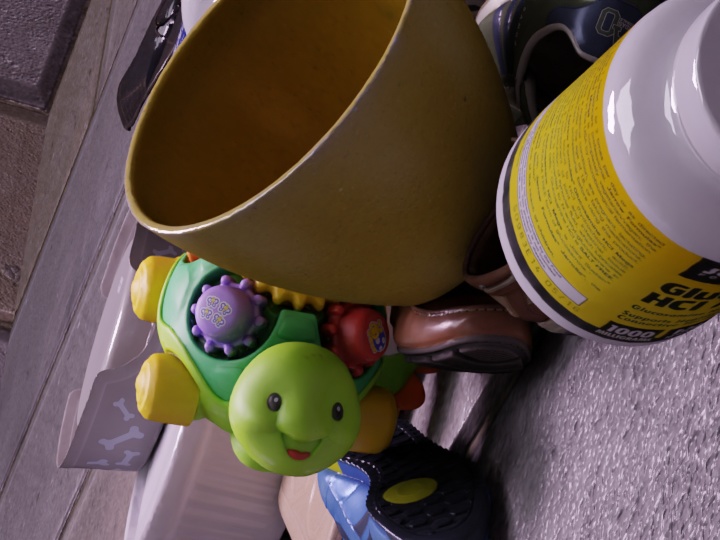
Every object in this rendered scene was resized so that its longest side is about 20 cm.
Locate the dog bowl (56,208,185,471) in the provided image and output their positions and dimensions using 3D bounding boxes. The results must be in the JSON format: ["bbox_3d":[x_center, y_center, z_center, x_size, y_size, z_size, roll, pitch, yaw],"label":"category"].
[{"bbox_3d":[-0.158,0.049,2.080,0.200,0.059,0.200,-163,90,-80],"label":"dog bowl"}]

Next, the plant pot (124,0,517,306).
[{"bbox_3d":[0.001,-0.062,1.503,0.200,0.142,0.200,-35,33,26],"label":"plant pot"}]

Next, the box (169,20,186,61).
[{"bbox_3d":[-0.107,-0.156,2.013,0.200,0.032,0.121,-82,11,-59],"label":"box"}]

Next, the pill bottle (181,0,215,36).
[{"bbox_3d":[-0.044,-0.165,1.688,0.200,0.114,0.114,-90,19,-51],"label":"pill bottle"}]

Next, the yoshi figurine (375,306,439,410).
[{"bbox_3d":[-0.014,-0.003,1.724,0.112,0.112,0.200,-5,73,36],"label":"yoshi figurine"}]

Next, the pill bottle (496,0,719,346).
[{"bbox_3d":[0.134,-0.045,1.169,0.200,0.112,0.113,136,147,-69],"label":"pill bottle"}]

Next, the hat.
[{"bbox_3d":[-0.160,-0.216,2.846,0.201,0.081,0.201,-56,20,33],"label":"hat"}]

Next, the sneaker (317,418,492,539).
[{"bbox_3d":[0.029,0.139,1.589,0.200,0.066,0.079,-146,42,-70],"label":"sneaker"}]

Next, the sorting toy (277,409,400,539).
[{"bbox_3d":[-0.007,0.093,1.861,0.185,0.036,0.200,-126,47,-75],"label":"sorting toy"}]

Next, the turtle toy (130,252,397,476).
[{"bbox_3d":[-0.042,0.038,1.576,0.200,0.146,0.101,-97,21,-47],"label":"turtle toy"}]

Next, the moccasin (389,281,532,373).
[{"bbox_3d":[0.056,0.012,1.582,0.201,0.074,0.078,-96,12,-84],"label":"moccasin"}]

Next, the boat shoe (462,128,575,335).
[{"bbox_3d":[0.103,-0.038,1.402,0.200,0.072,0.076,118,162,-48],"label":"boat shoe"}]

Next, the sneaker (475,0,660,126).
[{"bbox_3d":[0.096,-0.103,1.526,0.200,0.067,0.090,133,155,-60],"label":"sneaker"}]

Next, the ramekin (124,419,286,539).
[{"bbox_3d":[-0.091,0.117,2.041,0.202,0.094,0.203,-163,90,-81],"label":"ramekin"}]

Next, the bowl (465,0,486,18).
[{"bbox_3d":[0.074,-0.193,1.681,0.201,0.094,0.201,-165,90,-79],"label":"bowl"}]
